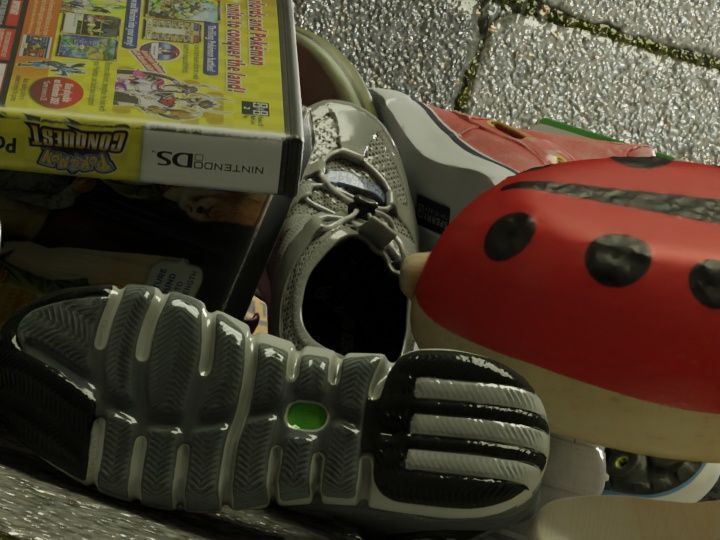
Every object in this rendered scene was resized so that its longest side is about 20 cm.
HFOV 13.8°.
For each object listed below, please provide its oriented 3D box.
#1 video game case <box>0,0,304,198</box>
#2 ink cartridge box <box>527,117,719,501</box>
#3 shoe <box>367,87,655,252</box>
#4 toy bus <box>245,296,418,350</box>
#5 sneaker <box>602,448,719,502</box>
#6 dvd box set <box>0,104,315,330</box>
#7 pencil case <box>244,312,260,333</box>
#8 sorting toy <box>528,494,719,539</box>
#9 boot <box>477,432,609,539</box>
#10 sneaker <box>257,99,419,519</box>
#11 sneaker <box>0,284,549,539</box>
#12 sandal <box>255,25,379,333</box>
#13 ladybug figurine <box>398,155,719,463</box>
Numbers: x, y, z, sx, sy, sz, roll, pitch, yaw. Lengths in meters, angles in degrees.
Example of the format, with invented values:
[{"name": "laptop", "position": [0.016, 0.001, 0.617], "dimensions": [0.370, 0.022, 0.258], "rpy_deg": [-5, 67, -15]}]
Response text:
[{"name": "video game case", "position": [-0.114, -0.078, 1.124], "dimensions": [0.179, 0.026, 0.200], "rpy_deg": [5, 20, -5]}, {"name": "ink cartridge box", "position": [0.141, 0.041, 1.339], "dimensions": [0.146, 0.083, 0.201], "rpy_deg": [19, -30, 34]}, {"name": "shoe", "position": [0.061, -0.029, 1.253], "dimensions": [0.090, 0.072, 0.200], "rpy_deg": [1, 14, -22]}, {"name": "toy bus", "position": [-0.027, 0.032, 1.364], "dimensions": [0.065, 0.079, 0.199], "rpy_deg": [-12, -16, 35]}, {"name": "sneaker", "position": [0.102, 0.080, 1.258], "dimensions": [0.073, 0.072, 0.200], "rpy_deg": [54, -17, -15]}, {"name": "dvd box set", "position": [-0.133, -0.022, 1.145], "dimensions": [0.199, 0.147, 0.029], "rpy_deg": [13, -35, 14]}, {"name": "pencil case", "position": [-0.124, -0.040, 1.242], "dimensions": [0.093, 0.201, 0.091], "rpy_deg": [-22, -15, -27]}, {"name": "sorting toy", "position": [0.151, 0.106, 1.000], "dimensions": [0.179, 0.108, 0.200], "rpy_deg": [10, 3, -6]}, {"name": "boot", "position": [0.056, 0.063, 1.185], "dimensions": [0.073, 0.096, 0.200], "rpy_deg": [16, 3, -18]}, {"name": "sneaker", "position": [0.000, 0.000, 1.164], "dimensions": [0.074, 0.082, 0.201], "rpy_deg": [13, 45, -15]}, {"name": "sneaker", "position": [-0.029, 0.066, 1.051], "dimensions": [0.199, 0.076, 0.116], "rpy_deg": [11, -18, 12]}, {"name": "sandal", "position": [-0.030, -0.014, 1.258], "dimensions": [0.057, 0.202, 0.080], "rpy_deg": [10, -27, -33]}, {"name": "ladybug figurine", "position": [0.112, 0.008, 1.066], "dimensions": [0.198, 0.072, 0.136], "rpy_deg": [6, 33, 6]}]
